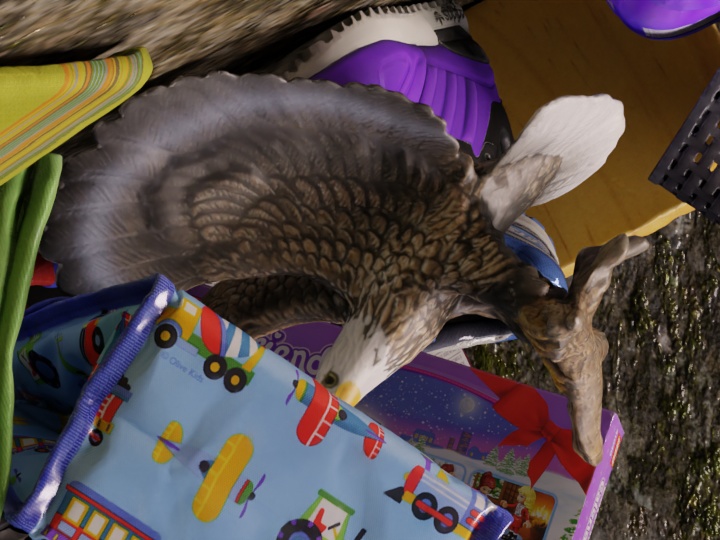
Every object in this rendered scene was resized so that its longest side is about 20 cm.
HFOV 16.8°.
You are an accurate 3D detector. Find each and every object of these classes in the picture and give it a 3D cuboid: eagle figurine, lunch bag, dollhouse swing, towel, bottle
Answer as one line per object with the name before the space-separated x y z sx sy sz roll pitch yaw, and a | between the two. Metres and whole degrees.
eagle figurine | -0.004 -0.002 0.901 0.199 0.153 0.151 18 -154 18
lunch bag | -0.064 0.079 0.862 0.095 0.150 0.200 -59 -161 -12
dollhouse swing | 0.095 -0.063 1.237 0.199 0.183 0.176 -28 159 7
towel | -0.144 0.045 0.842 0.030 0.151 0.200 12 165 -20
towel | -0.122 -0.034 0.646 0.086 0.018 0.200 -33 177 16
bottle | 0.128 -0.131 0.944 0.083 0.066 0.200 -32 179 8

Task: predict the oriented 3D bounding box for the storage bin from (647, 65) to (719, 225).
storage bin | 0.216 -0.106 0.997 0.201 0.093 0.135 -61 174 34

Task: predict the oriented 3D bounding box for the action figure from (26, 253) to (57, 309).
action figure | -0.101 -0.016 1.118 0.066 0.051 0.200 -65 166 22

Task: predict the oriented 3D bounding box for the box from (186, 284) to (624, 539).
box | -0.008 0.096 0.984 0.039 0.199 0.138 56 53 -70

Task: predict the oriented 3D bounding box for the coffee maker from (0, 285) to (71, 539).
coffee maker | -0.148 0.089 1.123 0.191 0.201 0.135 -27 180 -23

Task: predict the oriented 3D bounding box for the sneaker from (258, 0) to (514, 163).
sneaker | 0.014 -0.051 0.999 0.069 0.100 0.200 -28 178 30

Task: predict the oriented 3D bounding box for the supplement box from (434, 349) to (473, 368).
supplement box | -0.031 0.030 1.349 0.130 0.201 0.103 -26 180 23

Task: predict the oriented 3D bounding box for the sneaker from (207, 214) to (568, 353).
sneaker | 0.000 0.000 1.064 0.198 0.078 0.085 -2 -165 -14
